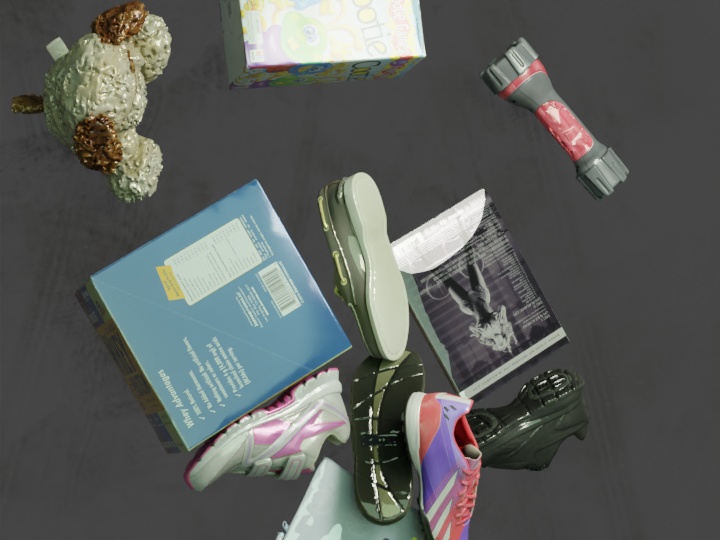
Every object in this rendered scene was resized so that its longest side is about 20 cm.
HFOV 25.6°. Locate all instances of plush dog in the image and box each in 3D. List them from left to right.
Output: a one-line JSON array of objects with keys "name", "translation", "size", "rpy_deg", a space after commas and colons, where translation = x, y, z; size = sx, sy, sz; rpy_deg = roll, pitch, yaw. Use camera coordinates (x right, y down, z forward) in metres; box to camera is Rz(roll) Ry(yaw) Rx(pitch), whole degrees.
[{"name": "plush dog", "translation": [-0.268, -0.181, 1.597], "size": [0.158, 0.172, 0.203], "rpy_deg": [6, 82, -15]}]

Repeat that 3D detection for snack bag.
[{"name": "snack bag", "translation": [-0.010, 0.323, 1.686], "size": [0.187, 0.021, 0.202], "rpy_deg": [29, 73, -11]}]

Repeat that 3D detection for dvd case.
[{"name": "dvd case", "translation": [0.127, 0.030, 1.766], "size": [0.148, 0.016, 0.202], "rpy_deg": [-30, 91, -18]}]

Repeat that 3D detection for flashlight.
[{"name": "flashlight", "translation": [0.222, -0.168, 1.792], "size": [0.068, 0.068, 0.200], "rpy_deg": [-42, 94, -18]}]

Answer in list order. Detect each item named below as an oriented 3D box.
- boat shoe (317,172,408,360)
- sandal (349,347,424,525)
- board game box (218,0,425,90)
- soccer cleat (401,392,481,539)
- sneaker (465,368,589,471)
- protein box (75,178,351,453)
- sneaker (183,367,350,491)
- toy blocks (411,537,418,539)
[{"name": "boat shoe", "translation": [0.002, 0.000, 1.711], "size": [0.072, 0.060, 0.205], "rpy_deg": [-12, 90, -57]}, {"name": "sandal", "translation": [0.024, 0.176, 1.693], "size": [0.079, 0.058, 0.203], "rpy_deg": [6, 65, 3]}, {"name": "board game box", "translation": [-0.043, -0.262, 1.709], "size": [0.197, 0.105, 0.105], "rpy_deg": [-6, 85, -16]}, {"name": "soccer cleat", "translation": [0.096, 0.219, 1.652], "size": [0.072, 0.068, 0.202], "rpy_deg": [-2, 115, 21]}, {"name": "sneaker", "translation": [0.166, 0.188, 1.728], "size": [0.198, 0.076, 0.092], "rpy_deg": [-24, 115, -6]}, {"name": "protein box", "translation": [-0.153, 0.050, 1.620], "size": [0.199, 0.135, 0.200], "rpy_deg": [-31, 92, -17]}, {"name": "sneaker", "translation": [-0.090, 0.183, 1.649], "size": [0.198, 0.081, 0.089], "rpy_deg": [-29, 90, -17]}, {"name": "toy blocks", "translation": [0.078, 0.399, 1.656], "size": [0.137, 0.100, 0.200], "rpy_deg": [-48, 120, -14]}]
